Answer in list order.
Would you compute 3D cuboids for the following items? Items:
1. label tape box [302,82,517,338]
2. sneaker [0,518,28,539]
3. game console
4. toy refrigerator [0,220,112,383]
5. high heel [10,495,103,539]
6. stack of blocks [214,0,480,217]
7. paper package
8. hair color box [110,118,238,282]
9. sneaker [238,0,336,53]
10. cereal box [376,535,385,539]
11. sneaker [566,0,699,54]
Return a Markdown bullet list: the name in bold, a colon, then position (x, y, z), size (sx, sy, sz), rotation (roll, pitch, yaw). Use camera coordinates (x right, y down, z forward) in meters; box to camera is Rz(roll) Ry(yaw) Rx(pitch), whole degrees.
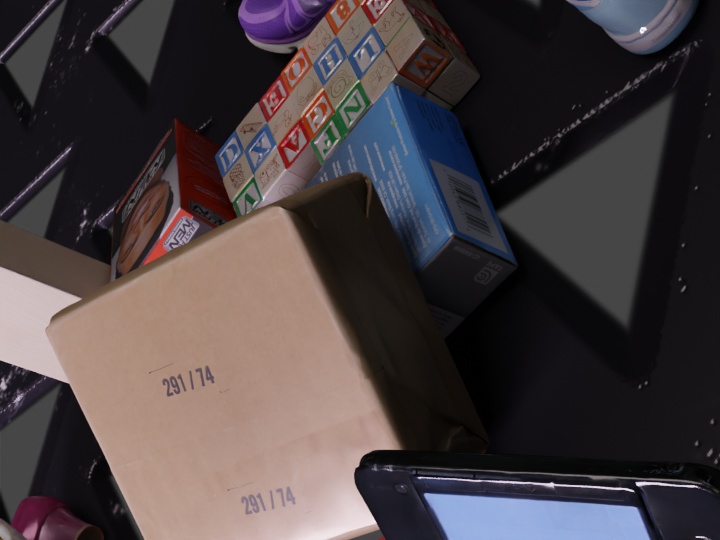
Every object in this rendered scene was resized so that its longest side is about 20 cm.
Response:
- **label tape box**: position (0.000, 0.000, 0.864), size (0.200, 0.063, 0.145), rotation (-47, 41, 29)
- **sneaker**: position (-0.245, 0.248, 0.962), size (0.198, 0.081, 0.077), rotation (28, 68, 23)
- **game console**: position (0.086, 0.185, 0.599), size (0.198, 0.177, 0.117), rotation (-3, 37, 36)
- **toy refrigerator**: position (-0.218, 0.035, 0.995), size (0.076, 0.198, 0.070), rotation (-50, 41, 19)
- **high heel**: position (-0.282, 0.283, 1.047), size (0.095, 0.067, 0.202), rotation (12, 65, 42)
- **stack of blocks**: position (-0.015, -0.111, 0.946), size (0.200, 0.058, 0.116), rotation (-48, 41, 22)
- **paper package**: position (-0.056, 0.069, 0.766), size (0.198, 0.103, 0.193), rotation (-25, 92, 29)
- **hair color box**: position (-0.145, -0.034, 1.016), size (0.102, 0.061, 0.201), rotation (-54, 22, 15)
- **sneaker**: position (-0.034, -0.237, 1.017), size (0.198, 0.083, 0.082), rotation (-17, 58, 45)
- **cereal box**: position (-0.015, 0.254, 0.767), size (0.199, 0.039, 0.146), rotation (-38, 46, 32)
- **sneaker**: position (0.121, -0.227, 0.789), size (0.080, 0.130, 0.201), rotation (-48, 41, 22)
